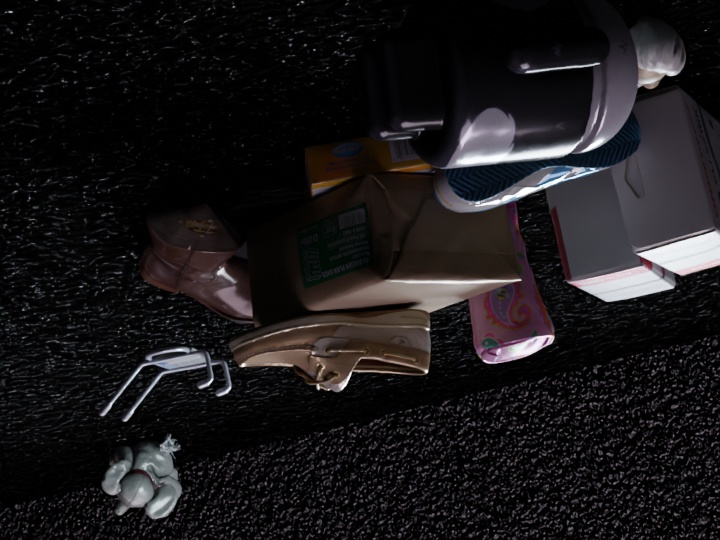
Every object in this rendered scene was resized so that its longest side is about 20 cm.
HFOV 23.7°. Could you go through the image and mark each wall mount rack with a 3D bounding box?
[{"bbox_3d":[-0.287,0.163,2.499,0.173,0.075,0.200,-12,168,7],"label":"wall mount rack"}]

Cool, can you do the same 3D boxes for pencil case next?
[{"bbox_3d":[0.130,-0.010,1.711,0.087,0.201,0.087,-15,167,-4],"label":"pencil case"}]

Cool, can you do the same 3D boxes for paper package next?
[{"bbox_3d":[0.019,-0.013,1.627,0.190,0.104,0.200,-1,167,-42],"label":"paper package"}]

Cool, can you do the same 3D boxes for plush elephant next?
[{"bbox_3d":[-0.443,0.428,3.448,0.155,0.165,0.200,-54,-178,-40],"label":"plush elephant"}]

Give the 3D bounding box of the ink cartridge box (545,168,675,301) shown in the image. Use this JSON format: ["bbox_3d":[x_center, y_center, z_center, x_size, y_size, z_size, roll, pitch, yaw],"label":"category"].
[{"bbox_3d":[0.252,-0.053,1.747,0.083,0.146,0.200,-15,169,16],"label":"ink cartridge box"}]

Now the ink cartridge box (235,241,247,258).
[{"bbox_3d":[-0.073,-0.023,1.858,0.099,0.039,0.200,-6,169,-25],"label":"ink cartridge box"}]

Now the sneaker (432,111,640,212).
[{"bbox_3d":[0.156,-0.107,1.542,0.199,0.077,0.081,-16,175,-16],"label":"sneaker"}]

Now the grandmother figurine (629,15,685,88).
[{"bbox_3d":[0.200,-0.155,1.411,0.121,0.061,0.200,-16,175,-27],"label":"grandmother figurine"}]

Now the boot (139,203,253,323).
[{"bbox_3d":[-0.130,-0.009,1.713,0.186,0.065,0.200,11,161,-9],"label":"boot"}]

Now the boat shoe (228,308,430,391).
[{"bbox_3d":[-0.023,0.079,1.606,0.199,0.070,0.074,-5,168,-19],"label":"boat shoe"}]

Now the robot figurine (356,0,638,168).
[{"bbox_3d":[0.100,-0.140,1.221,0.199,0.150,0.125,-7,126,-20],"label":"robot figurine"}]

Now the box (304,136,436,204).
[{"bbox_3d":[0.007,-0.085,1.623,0.118,0.042,0.200,-10,172,-4],"label":"box"}]

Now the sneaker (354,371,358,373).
[{"bbox_3d":[-0.033,0.037,1.775,0.079,0.096,0.200,31,180,24],"label":"sneaker"}]

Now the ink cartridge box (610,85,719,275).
[{"bbox_3d":[0.306,-0.083,1.652,0.083,0.145,0.200,-17,168,21],"label":"ink cartridge box"}]
